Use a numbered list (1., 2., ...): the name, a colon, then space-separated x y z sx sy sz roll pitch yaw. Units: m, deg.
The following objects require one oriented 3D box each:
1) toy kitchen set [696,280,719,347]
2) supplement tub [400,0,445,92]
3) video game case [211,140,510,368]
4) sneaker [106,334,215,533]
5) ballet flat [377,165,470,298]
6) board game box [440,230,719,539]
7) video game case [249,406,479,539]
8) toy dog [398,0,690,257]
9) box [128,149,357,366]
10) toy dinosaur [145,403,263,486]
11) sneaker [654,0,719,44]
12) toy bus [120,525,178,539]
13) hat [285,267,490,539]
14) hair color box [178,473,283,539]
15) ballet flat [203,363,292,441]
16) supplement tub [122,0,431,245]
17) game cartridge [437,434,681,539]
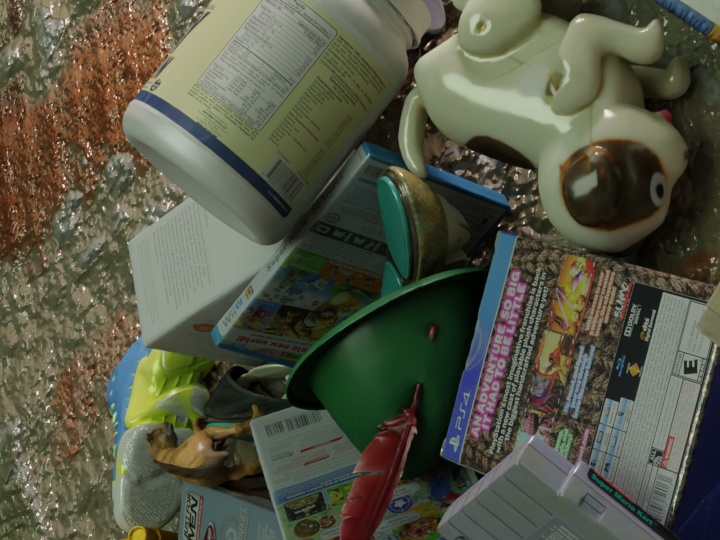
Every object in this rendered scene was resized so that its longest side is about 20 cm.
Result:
1. toy kitchen set: 0.298 0.097 0.980 0.200 0.180 0.164 44 114 46
2. supplement tub: -0.026 -0.161 1.425 0.200 0.106 0.108 -36 57 34
3. video game case: 0.000 0.000 1.337 0.200 0.142 0.018 -50 43 26
4. sneaker: -0.179 0.133 1.542 0.105 0.075 0.201 -19 49 54
5. ballet flat: 0.047 -0.011 1.286 0.201 0.070 0.071 89 157 -52
6. board game box: 0.170 0.076 1.177 0.199 0.096 0.161 18 94 46
7. video game case: 0.008 0.152 1.281 0.142 0.018 0.200 -18 37 -4
8. toy dog: 0.134 -0.103 1.212 0.193 0.140 0.200 -37 63 -4
9. box: -0.072 -0.013 1.427 0.199 0.124 0.098 -31 59 37
10. toy dinosaur: -0.115 0.145 1.360 0.200 0.105 0.061 176 79 -75
11. sneaker: 0.189 -0.237 1.202 0.199 0.075 0.088 34 103 0
12. toy bus: -0.153 0.305 1.455 0.191 0.135 0.201 -28 63 20
13. hat: 0.050 0.124 1.235 0.199 0.166 0.177 -33 66 12
14. hair color box: -0.039 0.202 1.361 0.199 0.098 0.061 11 98 47
15. ballet flat: -0.054 0.108 1.428 0.199 0.068 0.069 8 75 47
16. supplement tub: -0.057 -0.135 1.276 0.200 0.145 0.145 -52 45 -7
17. game cartridge: 0.153 0.189 1.102 0.200 0.038 0.130 39 141 -1
